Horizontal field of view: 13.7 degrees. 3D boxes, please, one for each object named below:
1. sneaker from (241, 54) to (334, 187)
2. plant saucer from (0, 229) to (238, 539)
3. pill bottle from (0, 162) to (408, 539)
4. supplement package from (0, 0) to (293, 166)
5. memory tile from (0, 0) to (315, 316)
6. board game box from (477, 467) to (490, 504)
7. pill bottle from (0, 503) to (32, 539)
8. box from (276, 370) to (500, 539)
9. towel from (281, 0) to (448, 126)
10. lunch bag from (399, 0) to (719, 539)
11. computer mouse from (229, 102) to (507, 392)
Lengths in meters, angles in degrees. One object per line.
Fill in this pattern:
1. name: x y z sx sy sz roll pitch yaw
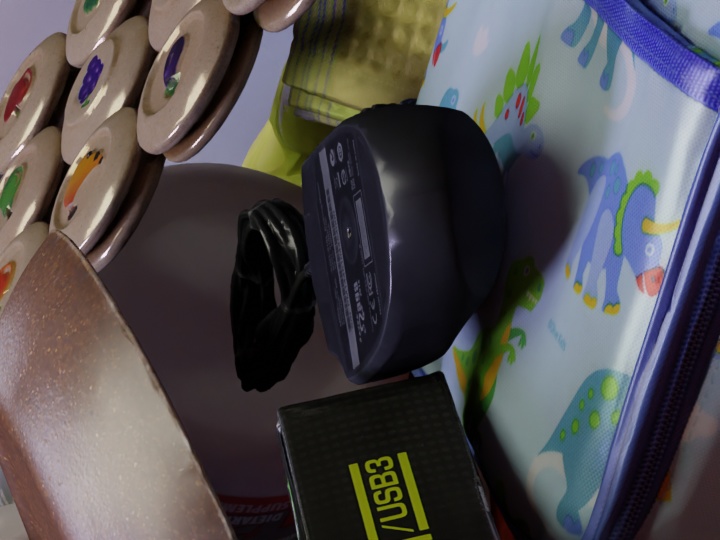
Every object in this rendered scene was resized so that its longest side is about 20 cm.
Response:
1. sneaker: 0.002 -0.044 0.989 0.200 0.076 0.105 121 173 -52
2. plant saucer: -0.055 0.088 0.776 0.201 0.037 0.200 61 168 23
3. pill bottle: -0.066 0.064 0.971 0.200 0.116 0.116 119 156 -52
4. supplement package: -0.047 -0.140 1.032 0.111 0.156 0.200 -111 35 -61
5. memory tile: -0.061 -0.069 0.874 0.200 0.017 0.153 -49 25 31
6. board game box: -0.004 0.172 0.915 0.200 0.026 0.200 120 156 -49
7. pill bottle: -0.105 0.178 0.886 0.113 0.113 0.200 -175 65 -74
8. box: 0.029 0.154 0.629 0.193 0.047 0.200 -103 1 -59
9. towel: 0.046 -0.119 0.829 0.144 0.023 0.200 21 103 44
10. lunch bag: 0.071 -0.026 0.685 0.200 0.082 0.161 -117 43 -64
11. computer mouse: 0.000 0.000 0.716 0.200 0.034 0.059 151 111 -75
